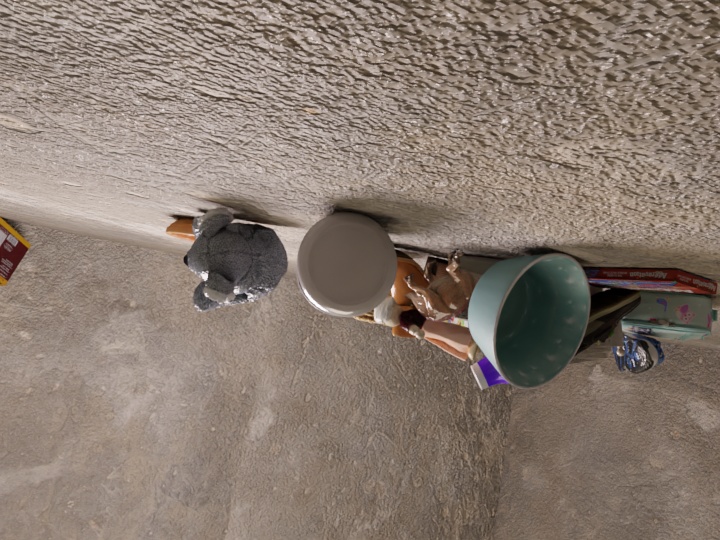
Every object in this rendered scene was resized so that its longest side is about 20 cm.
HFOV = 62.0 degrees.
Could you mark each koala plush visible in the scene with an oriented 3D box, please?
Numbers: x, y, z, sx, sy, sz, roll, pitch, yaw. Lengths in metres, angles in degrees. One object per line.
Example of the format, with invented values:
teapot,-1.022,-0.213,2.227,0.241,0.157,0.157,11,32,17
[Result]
koala plush,-0.228,-0.023,1.033,0.180,0.181,0.200,-2,174,5

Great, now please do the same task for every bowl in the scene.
bowl,0.237,0.062,0.896,0.198,0.204,0.105,13,-173,-35

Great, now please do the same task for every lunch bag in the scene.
lunch bag,0.554,0.083,1.091,0.158,0.079,0.199,9,176,26

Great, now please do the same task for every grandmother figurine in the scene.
grandmother figurine,0.112,0.098,1.048,0.197,0.062,0.121,19,-174,20

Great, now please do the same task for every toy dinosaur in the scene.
toy dinosaur,0.153,0.047,0.993,0.198,0.137,0.086,-24,-177,32

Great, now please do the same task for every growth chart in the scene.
growth chart,0.362,0.095,1.023,0.196,0.148,0.018,-10,173,-11

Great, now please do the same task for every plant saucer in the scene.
plant saucer,-0.319,-0.078,1.299,0.196,0.038,0.200,9,176,1

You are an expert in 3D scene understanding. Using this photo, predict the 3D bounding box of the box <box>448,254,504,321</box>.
box,0.245,0.045,1.106,0.126,0.111,0.199,7,175,25

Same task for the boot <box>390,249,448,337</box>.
boot,0.076,0.046,1.121,0.197,0.157,0.074,11,-168,-18

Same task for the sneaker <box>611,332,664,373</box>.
sneaker,0.522,0.146,1.110,0.076,0.077,0.200,-15,171,11

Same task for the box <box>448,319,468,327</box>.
box,0.364,0.121,1.717,0.197,0.124,0.192,13,175,-28

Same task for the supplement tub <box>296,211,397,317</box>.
supplement tub,-0.026,-0.003,0.891,0.138,0.143,0.200,10,175,-6

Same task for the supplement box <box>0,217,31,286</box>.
supplement box,-1.470,-0.082,2.382,0.130,0.203,0.198,8,150,19

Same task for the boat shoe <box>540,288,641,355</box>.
boat shoe,0.378,0.091,0.987,0.197,0.066,0.073,-26,-169,-7

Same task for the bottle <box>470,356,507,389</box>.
bottle,0.295,0.149,1.070,0.197,0.085,0.065,-26,163,4

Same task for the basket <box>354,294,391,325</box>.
basket,0.057,0.083,1.763,0.196,0.152,0.142,10,176,-17

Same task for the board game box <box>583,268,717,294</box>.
board game box,0.419,0.015,0.918,0.101,0.020,0.199,11,176,-29
